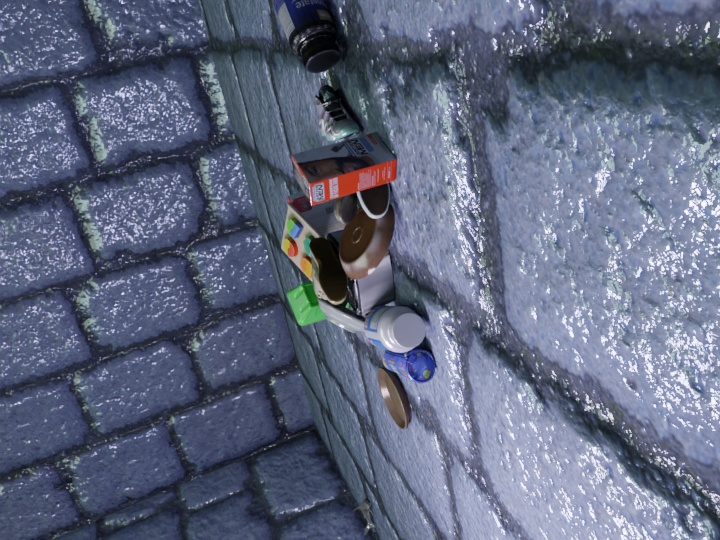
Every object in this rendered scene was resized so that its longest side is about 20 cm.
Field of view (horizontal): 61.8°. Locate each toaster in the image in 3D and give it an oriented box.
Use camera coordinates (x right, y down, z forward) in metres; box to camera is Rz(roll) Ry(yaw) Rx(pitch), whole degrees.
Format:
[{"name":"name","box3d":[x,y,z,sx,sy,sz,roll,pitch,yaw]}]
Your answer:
[{"name":"toaster","box3d":[0.000,0.000,1.583,0.200,0.118,0.182,-131,26,-53]}]

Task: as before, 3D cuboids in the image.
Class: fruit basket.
[{"name":"fruit basket","box3d":[-0.153,0.104,2.072,0.216,0.215,0.156,108,140,-66]}]

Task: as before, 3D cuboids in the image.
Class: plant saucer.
[{"name":"plant saucer","box3d":[-0.049,0.143,1.817,0.050,0.200,0.200,-63,21,0]},{"name":"plant saucer","box3d":[0.005,-0.078,1.403,0.200,0.037,0.201,-35,44,42]},{"name":"plant saucer","box3d":[0.106,0.391,1.852,0.200,0.029,0.201,160,90,-75]}]

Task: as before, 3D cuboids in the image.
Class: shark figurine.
[{"name":"shark figurine","box3d":[0.012,1.236,3.073,0.128,0.089,0.215,-129,27,-54]}]

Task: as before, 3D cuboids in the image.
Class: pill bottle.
[{"name":"pill bottle","box3d":[0.086,0.142,1.470,0.200,0.112,0.113,174,77,-74]},{"name":"pill bottle","box3d":[-0.119,-0.553,1.350,0.112,0.111,0.201,127,122,-72]}]

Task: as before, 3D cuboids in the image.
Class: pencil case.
[{"name":"pencil case","box3d":[0.118,0.229,1.519,0.087,0.078,0.200,43,168,-11]}]

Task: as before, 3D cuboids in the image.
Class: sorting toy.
[{"name":"sorting toy","box3d":[-0.166,-0.068,1.713,0.185,0.036,0.200,45,144,27]}]

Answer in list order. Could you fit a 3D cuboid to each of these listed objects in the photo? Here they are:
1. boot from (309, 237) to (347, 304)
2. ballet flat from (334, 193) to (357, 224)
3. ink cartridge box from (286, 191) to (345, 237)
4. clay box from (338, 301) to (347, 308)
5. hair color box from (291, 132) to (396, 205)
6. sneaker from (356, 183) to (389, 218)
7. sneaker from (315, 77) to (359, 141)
[{"name":"boot","box3d":[-0.082,0.034,1.554,0.155,0.072,0.201,94,158,-53]},{"name":"ballet flat","box3d":[-0.035,-0.184,1.437,0.068,0.046,0.201,63,-152,-43]},{"name":"ink cartridge box","box3d":[-0.120,-0.138,1.780,0.083,0.145,0.201,-148,41,-65]},{"name":"clay box","box3d":[-0.071,0.039,1.888,0.047,0.115,0.200,30,179,-23]},{"name":"hair color box","box3d":[-0.035,-0.220,1.289,0.064,0.199,0.111,88,156,-48]},{"name":"sneaker","box3d":[0.020,-0.198,1.387,0.085,0.072,0.201,99,160,-65]},{"name":"sneaker","box3d":[-0.068,-0.388,1.434,0.200,0.077,0.141,-145,37,-64]}]
